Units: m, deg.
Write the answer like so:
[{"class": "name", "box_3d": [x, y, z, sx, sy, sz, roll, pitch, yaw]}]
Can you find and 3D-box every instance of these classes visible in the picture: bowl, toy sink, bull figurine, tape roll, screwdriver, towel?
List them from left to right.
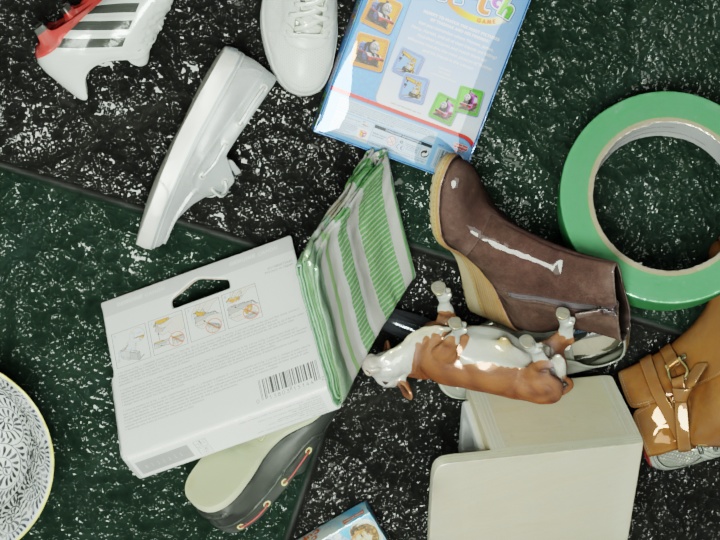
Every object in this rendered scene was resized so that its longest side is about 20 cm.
[{"class": "bowl", "box_3d": [-0.381, 0.163, 1.328, 0.199, 0.094, 0.202, -1, 103, -6]}, {"class": "towel", "box_3d": [0.000, 0.000, 1.279, 0.023, 0.200, 0.153, 0, 123, 22]}, {"class": "screwdriver", "box_3d": [0.107, 0.080, 1.370, 0.199, 0.028, 0.029, 25, 69, 10]}, {"class": "bull figurine", "box_3d": [0.103, 0.074, 1.317, 0.199, 0.065, 0.122, 8, 144, -2]}, {"class": "toy sink", "box_3d": [0.153, 0.187, 1.369, 0.199, 0.112, 0.131, -6, 125, -8]}, {"class": "tape roll", "box_3d": [0.284, -0.065, 1.339, 0.199, 0.048, 0.202, -1, 81, 4]}]

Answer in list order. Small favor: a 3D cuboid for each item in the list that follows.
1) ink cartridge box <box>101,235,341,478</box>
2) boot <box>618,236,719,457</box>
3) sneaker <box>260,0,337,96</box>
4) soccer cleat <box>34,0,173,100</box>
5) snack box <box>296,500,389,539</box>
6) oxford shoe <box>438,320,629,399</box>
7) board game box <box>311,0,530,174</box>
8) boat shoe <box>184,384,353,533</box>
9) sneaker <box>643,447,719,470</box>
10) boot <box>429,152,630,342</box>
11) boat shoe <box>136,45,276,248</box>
[{"class": "ink cartridge box", "box_3d": [-0.132, 0.078, 1.318, 0.199, 0.177, 0.045, -19, 143, 5]}, {"class": "boot", "box_3d": [0.322, 0.074, 1.388, 0.154, 0.074, 0.201, -22, 61, 25]}, {"class": "sneaker", "box_3d": [-0.049, -0.250, 1.265, 0.073, 0.116, 0.201, -1, 104, -8]}, {"class": "soccer cleat", "box_3d": [-0.200, -0.232, 1.280, 0.199, 0.069, 0.085, -34, 113, 5]}, {"class": "snack box", "box_3d": [0.006, 0.345, 1.441, 0.116, 0.037, 0.201, -30, 104, 0]}, {"class": "oxford shoe", "box_3d": [0.170, 0.079, 1.392, 0.199, 0.058, 0.076, -15, 107, -1]}, {"class": "board game box", "box_3d": [0.058, -0.200, 1.327, 0.150, 0.037, 0.201, 19, 101, -10]}, {"class": "boat shoe", "box_3d": [-0.075, 0.151, 1.313, 0.202, 0.074, 0.063, -48, 139, -15]}, {"class": "sneaker", "box_3d": [0.372, 0.142, 1.416, 0.199, 0.082, 0.078, -25, 105, 1]}, {"class": "boot", "box_3d": [0.158, -0.021, 1.305, 0.166, 0.072, 0.201, 8, 137, 32]}, {"class": "boat shoe", "box_3d": [-0.141, -0.104, 1.315, 0.068, 0.072, 0.201, 26, 89, -12]}]
